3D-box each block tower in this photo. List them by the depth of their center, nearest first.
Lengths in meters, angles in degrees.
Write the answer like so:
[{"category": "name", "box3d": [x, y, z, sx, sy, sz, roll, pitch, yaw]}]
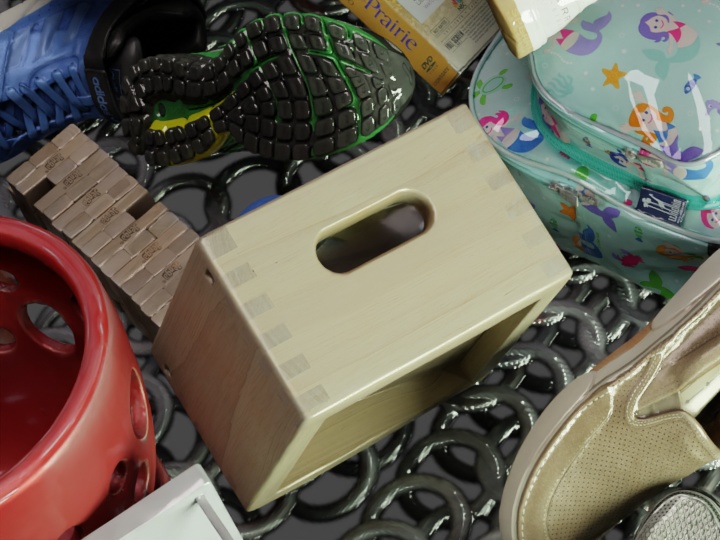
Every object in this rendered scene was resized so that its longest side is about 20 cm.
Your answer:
[{"category": "block tower", "box3d": [-0.126, -0.007, 1.265, 0.058, 0.054, 0.200, -41, 53, -14]}]

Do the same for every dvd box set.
[{"category": "dvd box set", "box3d": [0.014, -0.208, 1.250, 0.200, 0.029, 0.146, 42, 51, -1]}]

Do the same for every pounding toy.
[{"category": "pounding toy", "box3d": [0.000, 0.000, 1.129, 0.199, 0.184, 0.143, -28, 78, -22]}]

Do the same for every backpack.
[{"category": "backpack", "box3d": [0.158, -0.087, 1.184, 0.199, 0.151, 0.178, 20, 62, 35]}]

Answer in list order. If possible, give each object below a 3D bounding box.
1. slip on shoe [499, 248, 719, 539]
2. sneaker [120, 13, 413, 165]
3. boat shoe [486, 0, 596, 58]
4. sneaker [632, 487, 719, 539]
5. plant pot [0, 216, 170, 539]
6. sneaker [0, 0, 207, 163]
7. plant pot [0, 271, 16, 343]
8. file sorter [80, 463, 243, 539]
[{"category": "slip on shoe", "box3d": [0.149, 0.073, 1.084, 0.200, 0.076, 0.061, -45, 40, 0]}, {"category": "sneaker", "box3d": [-0.044, -0.105, 1.251, 0.199, 0.079, 0.085, 0, 11, 45]}, {"category": "boat shoe", "box3d": [0.083, -0.187, 1.175, 0.069, 0.071, 0.201, -24, 43, 6]}, {"category": "sneaker", "box3d": [0.140, 0.186, 1.019, 0.077, 0.085, 0.201, 3, 55, 19]}, {"category": "plant pot", "box3d": [-0.194, 0.105, 1.112, 0.199, 0.183, 0.201, -8, 46, 9]}, {"category": "sneaker", "box3d": [-0.179, -0.111, 1.343, 0.200, 0.077, 0.111, -40, 43, -21]}, {"category": "plant pot", "box3d": [-0.290, -0.018, 1.226, 0.199, 0.196, 0.202, -12, 46, 13]}, {"category": "file sorter", "box3d": [-0.114, 0.219, 1.042, 0.199, 0.139, 0.125, -32, 55, -8]}]
